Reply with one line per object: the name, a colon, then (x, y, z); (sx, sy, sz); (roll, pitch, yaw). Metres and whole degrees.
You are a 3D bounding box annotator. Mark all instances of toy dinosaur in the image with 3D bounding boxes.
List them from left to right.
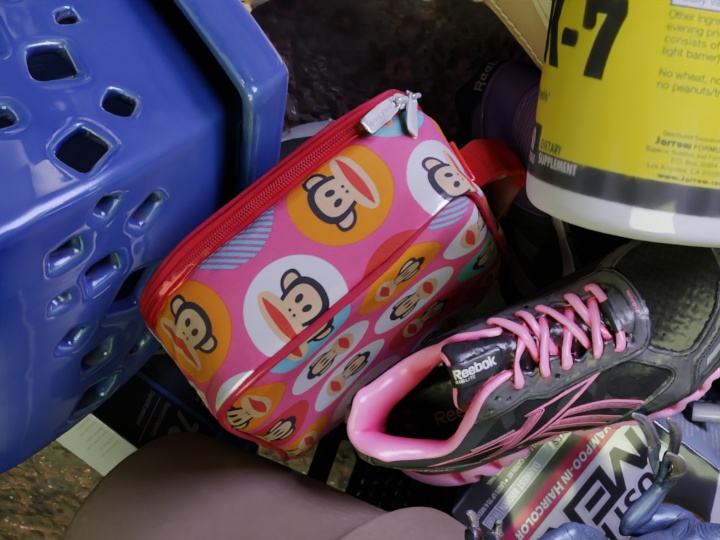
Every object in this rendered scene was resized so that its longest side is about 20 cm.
toy dinosaur: (0.126, 0.123, 0.871); (0.200, 0.181, 0.106); (-36, 69, 50)

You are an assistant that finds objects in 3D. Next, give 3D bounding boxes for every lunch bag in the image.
lunch bag: (0.000, 0.000, 0.877); (0.176, 0.200, 0.082); (-39, 76, -2)

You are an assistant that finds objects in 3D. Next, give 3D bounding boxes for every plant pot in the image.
plant pot: (-0.144, -0.062, 0.881); (0.200, 0.179, 0.200); (52, 156, 22)
plant pot: (-0.049, 0.167, 0.933); (0.174, 0.200, 0.201); (36, 137, 30)

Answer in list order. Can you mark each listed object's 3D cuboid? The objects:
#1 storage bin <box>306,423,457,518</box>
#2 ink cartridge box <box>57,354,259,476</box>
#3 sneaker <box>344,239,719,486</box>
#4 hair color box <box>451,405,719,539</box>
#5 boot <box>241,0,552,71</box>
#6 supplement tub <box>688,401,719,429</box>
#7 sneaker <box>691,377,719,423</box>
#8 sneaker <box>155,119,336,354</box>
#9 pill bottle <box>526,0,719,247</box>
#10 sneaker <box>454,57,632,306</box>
storage bin: (0.036, 0.188, 1.095); (0.093, 0.136, 0.201); (-4, 126, 20)
ink cartridge box: (-0.133, 0.061, 1.075); (0.200, 0.100, 0.039); (40, 127, -16)
sneaker: (0.078, 0.040, 0.853); (0.199, 0.095, 0.079); (-30, 70, 24)
hair color box: (0.153, 0.129, 0.939); (0.199, 0.061, 0.099); (36, 107, -2)
boot: (0.011, -0.146, 0.884); (0.155, 0.073, 0.200); (-24, 115, 31)
supplement tub: (0.194, 0.151, 1.039); (0.106, 0.107, 0.201); (-12, 122, 25)
sneaker: (0.164, -0.016, 0.900); (0.079, 0.130, 0.200); (8, 129, 8)
sneaker: (-0.060, -0.011, 0.996); (0.199, 0.099, 0.071); (-17, 119, 26)
pill bottle: (0.136, -0.118, 0.801); (0.113, 0.114, 0.202); (9, 101, 10)
sneaker: (0.090, -0.024, 0.973); (0.087, 0.076, 0.201); (31, 145, 31)
